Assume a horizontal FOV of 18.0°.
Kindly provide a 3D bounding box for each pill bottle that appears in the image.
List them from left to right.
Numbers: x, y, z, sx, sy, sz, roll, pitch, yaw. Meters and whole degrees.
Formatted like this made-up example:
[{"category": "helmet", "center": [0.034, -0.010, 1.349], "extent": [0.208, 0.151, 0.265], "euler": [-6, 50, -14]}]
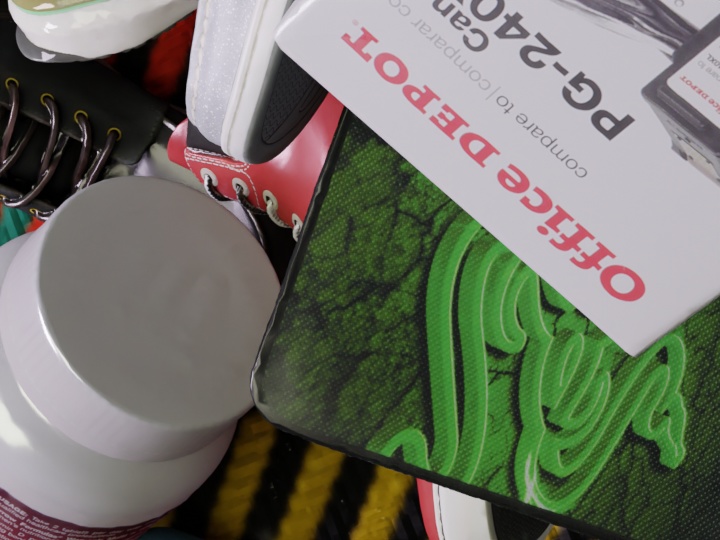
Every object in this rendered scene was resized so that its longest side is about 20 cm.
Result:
[{"category": "pill bottle", "center": [-0.109, 0.050, 0.813], "extent": [0.110, 0.109, 0.200], "euler": [60, 142, 9]}]

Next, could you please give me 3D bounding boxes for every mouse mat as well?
[{"category": "mouse mat", "center": [0.069, -0.023, 0.712], "extent": [0.161, 0.008, 0.200], "euler": [19, 89, -2]}]

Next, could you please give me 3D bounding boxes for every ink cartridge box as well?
[{"category": "ink cartridge box", "center": [0.095, -0.088, 0.606], "extent": [0.145, 0.083, 0.200], "euler": [41, 131, -9]}]

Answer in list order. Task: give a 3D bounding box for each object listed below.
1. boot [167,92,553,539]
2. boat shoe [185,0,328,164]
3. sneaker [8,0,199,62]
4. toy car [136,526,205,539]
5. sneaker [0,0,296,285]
[{"category": "boot", "center": [0.000, 0.000, 0.778], "extent": [0.144, 0.072, 0.200], "euler": [-2, 90, 32]}, {"category": "boat shoe", "center": [-0.026, -0.135, 0.713], "extent": [0.065, 0.074, 0.202], "euler": [13, 97, 18]}, {"category": "sneaker", "center": [-0.048, -0.145, 0.765], "extent": [0.200, 0.089, 0.077], "euler": [-27, 44, 10]}, {"category": "toy car", "center": [-0.048, 0.199, 0.787], "extent": [0.184, 0.200, 0.177], "euler": [16, 103, 24]}, {"category": "sneaker", "center": [-0.115, -0.038, 0.846], "extent": [0.200, 0.106, 0.075], "euler": [36, 110, 19]}]
